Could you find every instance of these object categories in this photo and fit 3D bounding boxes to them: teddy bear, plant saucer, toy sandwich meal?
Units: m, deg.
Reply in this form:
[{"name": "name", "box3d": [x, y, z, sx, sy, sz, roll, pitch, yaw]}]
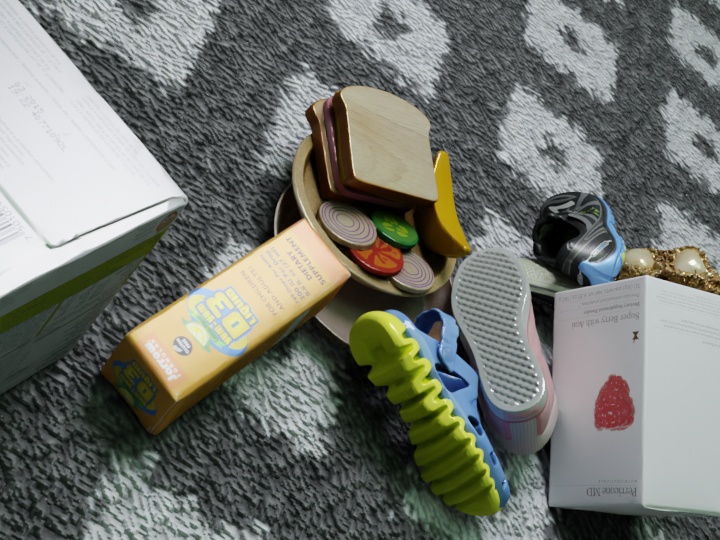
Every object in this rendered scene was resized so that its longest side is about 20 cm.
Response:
[{"name": "teddy bear", "box3d": [0.322, 0.011, 1.278, 0.143, 0.200, 0.068, 0, 86, -5]}, {"name": "plant saucer", "box3d": [0.000, 0.000, 1.079, 0.199, 0.032, 0.202, 22, 46, -25]}, {"name": "toy sandwich meal", "box3d": [0.025, -0.072, 1.081, 0.204, 0.070, 0.207, 23, 46, -26]}]

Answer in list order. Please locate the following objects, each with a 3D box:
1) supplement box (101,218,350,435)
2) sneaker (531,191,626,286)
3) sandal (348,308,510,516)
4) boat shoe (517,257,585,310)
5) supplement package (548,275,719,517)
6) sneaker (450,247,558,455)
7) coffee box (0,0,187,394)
[{"name": "supplement box", "box3d": [-0.100, 0.039, 0.914, 0.067, 0.069, 0.200, 50, 52, 4]}, {"name": "sneaker", "box3d": [0.217, -0.042, 1.229, 0.082, 0.071, 0.200, 23, 19, -10]}, {"name": "sandal", "box3d": [0.074, 0.111, 0.997, 0.087, 0.079, 0.201, -31, 96, -42]}, {"name": "boat shoe", "box3d": [0.227, 0.041, 1.217, 0.198, 0.063, 0.075, 19, 21, -8]}, {"name": "supplement package", "box3d": [0.256, 0.120, 1.087, 0.119, 0.121, 0.202, 13, 74, -33]}, {"name": "sneaker", "box3d": [0.133, 0.079, 1.092, 0.105, 0.075, 0.201, 70, 9, -46]}, {"name": "coffee box", "box3d": [-0.273, -0.028, 0.736, 0.200, 0.198, 0.200, 49, 38, 4]}]
